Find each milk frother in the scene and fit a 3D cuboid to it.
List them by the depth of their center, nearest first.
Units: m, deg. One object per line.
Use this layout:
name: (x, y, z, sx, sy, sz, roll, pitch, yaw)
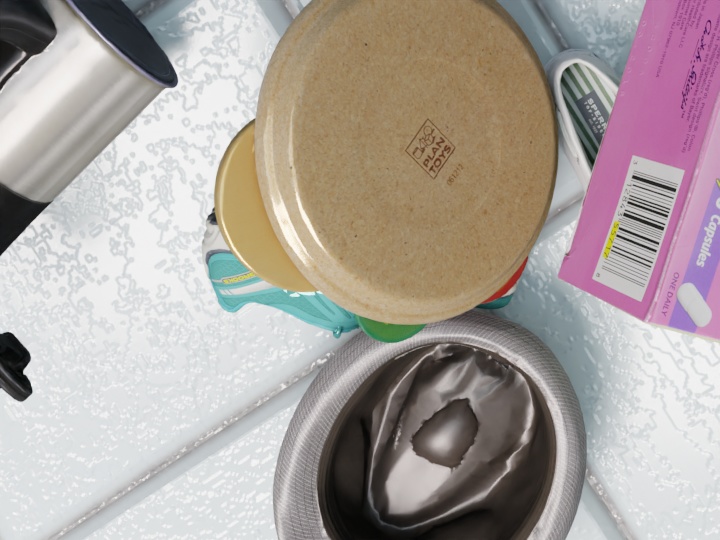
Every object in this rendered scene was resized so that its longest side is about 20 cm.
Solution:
milk frother: (-0.194, -0.057, 0.793, 0.188, 0.180, 0.200, -42, 87, 11)

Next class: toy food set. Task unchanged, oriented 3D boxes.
toy food set: (0.027, -0.064, 0.744, 0.197, 0.048, 0.202, 25, 80, -27)

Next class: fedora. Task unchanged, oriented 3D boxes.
fedora: (0.044, 0.116, 0.827, 0.175, 0.090, 0.202, 27, 97, 3)

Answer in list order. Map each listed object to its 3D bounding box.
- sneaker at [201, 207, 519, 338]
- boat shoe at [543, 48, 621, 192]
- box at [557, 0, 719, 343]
sneaker: (0.000, 0.000, 0.840, 0.197, 0.078, 0.081, 6, 120, 10)
boat shoe: (0.168, -0.041, 0.801, 0.073, 0.067, 0.200, -40, 90, 11)
box: (0.234, -0.046, 0.733, 0.198, 0.097, 0.178, 14, 98, -24)
